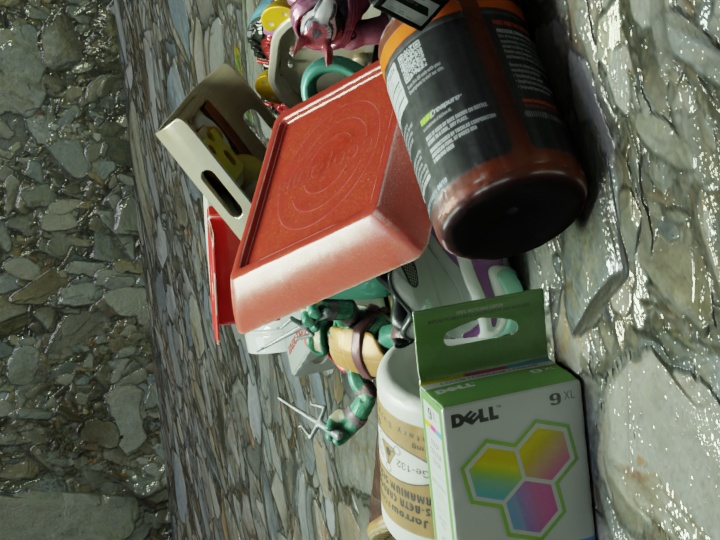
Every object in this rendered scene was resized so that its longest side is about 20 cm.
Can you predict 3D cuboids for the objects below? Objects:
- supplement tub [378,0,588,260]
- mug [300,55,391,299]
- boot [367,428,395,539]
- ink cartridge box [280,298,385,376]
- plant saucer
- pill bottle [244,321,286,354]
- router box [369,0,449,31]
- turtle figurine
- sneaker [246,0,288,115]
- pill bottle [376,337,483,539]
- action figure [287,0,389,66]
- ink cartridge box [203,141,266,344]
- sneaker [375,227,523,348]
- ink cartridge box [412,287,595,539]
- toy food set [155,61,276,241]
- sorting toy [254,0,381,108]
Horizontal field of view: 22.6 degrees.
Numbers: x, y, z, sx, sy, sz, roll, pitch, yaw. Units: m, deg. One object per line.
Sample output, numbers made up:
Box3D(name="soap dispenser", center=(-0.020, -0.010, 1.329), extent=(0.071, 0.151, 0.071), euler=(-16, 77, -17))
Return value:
Box3D(name="supplement tub", center=(0.074, -0.115, 1.196), extent=(0.107, 0.106, 0.202), euler=(102, 155, -58))
Box3D(name="mug", center=(-0.002, -0.063, 1.476), extent=(0.186, 0.113, 0.153), euler=(85, -169, -50))
Box3D(name="boot", center=(0.043, 0.155, 1.662), extent=(0.200, 0.071, 0.168), euler=(106, 163, -64))
Box3D(name="ink cartridge box", center=(-0.040, -0.010, 1.803), extent=(0.147, 0.082, 0.202), euler=(125, 134, -71))
Box3D(name="plant saucer", center=(-0.016, -0.070, 1.304), extent=(0.199, 0.037, 0.202), euler=(-24, 42, 42))
Box3D(name="pill bottle", center=(-0.098, -0.015, 1.983), extent=(0.112, 0.111, 0.202), euler=(-164, 64, -75))
Box3D(name="router box", center=(0.041, -0.277, 1.169), extent=(0.149, 0.051, 0.201), euler=(-45, 45, 26))
Box3D(name="turtle figurine", center=(-0.001, 0.072, 1.544), extent=(0.199, 0.101, 0.151), euler=(6, 134, 39))
Box3D(name="sneaker", center=(-0.054, -0.218, 1.777), extent=(0.201, 0.078, 0.096), euler=(82, -155, -63))
Box3D(name="pill bottle", center=(0.071, 0.158, 1.392), extent=(0.115, 0.113, 0.202), euler=(-122, 25, -57))
Box3D(name="action figure", center=(-0.017, -0.221, 1.319), extent=(0.148, 0.134, 0.201), euler=(-22, 32, 47))
Box3D(name="ink cartridge box", center=(-0.113, -0.028, 1.707), extent=(0.201, 0.066, 0.117), euler=(-103, 11, -60))
Box3D(name="sneaker", center=(0.042, -0.038, 1.306), extent=(0.078, 0.138, 0.202), euler=(-144, 45, -72))
Box3D(name="ink cartridge box", center=(0.101, 0.123, 1.261), extent=(0.059, 0.103, 0.202), euler=(-144, 46, -70))
Box3D(name="toy food set", center=(-0.097, -0.099, 1.564), extent=(0.144, 0.060, 0.200), euler=(51, -163, -11))
Box3D(name="sorting toy", center=(-0.033, -0.256, 1.621), extent=(0.201, 0.106, 0.182), euler=(102, 173, -58))
